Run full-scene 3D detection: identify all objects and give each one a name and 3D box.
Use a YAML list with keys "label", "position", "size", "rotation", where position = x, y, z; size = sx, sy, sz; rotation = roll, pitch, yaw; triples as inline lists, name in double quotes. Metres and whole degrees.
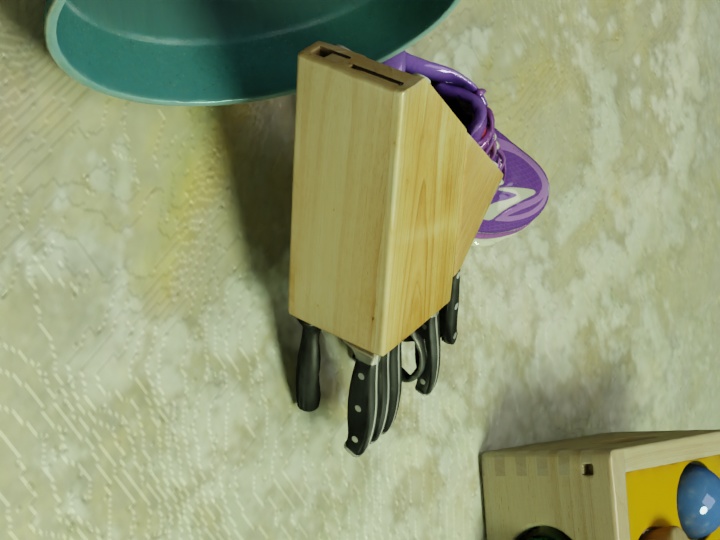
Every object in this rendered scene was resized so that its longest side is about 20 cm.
- label: "plant pot"
  position: [-0.064, -0.206, 0.708]
  size: [0.199, 0.199, 0.189]
  rotation: [5, 67, -48]
- label: "pounding toy"
  position: [0.170, 0.200, 0.939]
  size: [0.199, 0.142, 0.185]
  rotation: [0, 84, -48]
- label: "knife block"
  position: [0.000, 0.000, 0.777]
  size: [0.176, 0.064, 0.200]
  rotation: [-65, 154, -7]
- label: "sneaker"
  position: [0.056, -0.072, 0.892]
  size: [0.200, 0.083, 0.081]
  rotation: [26, 66, -44]
